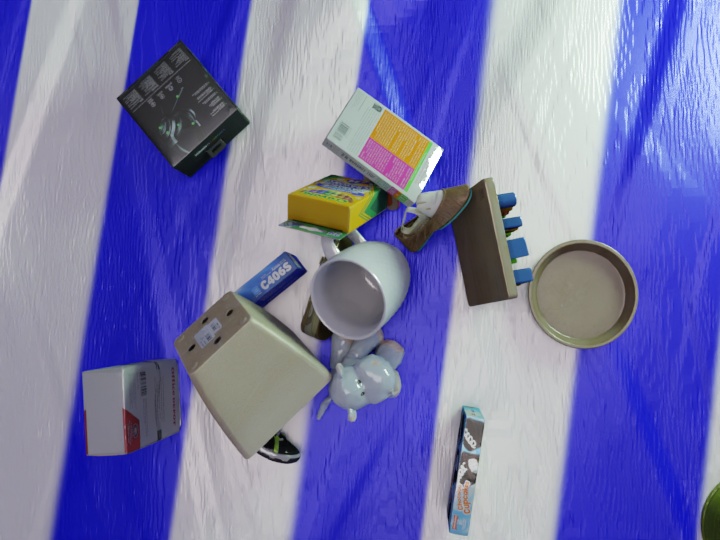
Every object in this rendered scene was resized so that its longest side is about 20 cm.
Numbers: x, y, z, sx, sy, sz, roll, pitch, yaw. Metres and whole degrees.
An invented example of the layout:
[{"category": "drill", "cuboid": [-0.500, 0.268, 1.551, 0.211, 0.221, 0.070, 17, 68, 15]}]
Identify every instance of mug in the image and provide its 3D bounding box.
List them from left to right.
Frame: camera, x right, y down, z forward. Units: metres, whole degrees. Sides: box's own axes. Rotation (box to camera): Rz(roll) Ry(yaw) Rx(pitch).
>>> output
[{"category": "mug", "cuboid": [0.000, 0.000, 1.098, 0.147, 0.175, 0.201, -34, 92, 32]}]

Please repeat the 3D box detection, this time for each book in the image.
[{"category": "book", "cuboid": [0.042, -0.227, 1.127, 0.199, 0.048, 0.134, 35, 62, -12]}]

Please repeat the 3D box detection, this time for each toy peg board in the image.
[{"category": "toy peg board", "cuboid": [0.249, -0.049, 1.086, 0.097, 0.199, 0.203, -10, 85, -10]}]

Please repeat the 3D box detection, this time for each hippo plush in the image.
[{"category": "hippo plush", "cuboid": [-0.013, 0.179, 1.103, 0.198, 0.161, 0.161, -16, 86, 1]}]

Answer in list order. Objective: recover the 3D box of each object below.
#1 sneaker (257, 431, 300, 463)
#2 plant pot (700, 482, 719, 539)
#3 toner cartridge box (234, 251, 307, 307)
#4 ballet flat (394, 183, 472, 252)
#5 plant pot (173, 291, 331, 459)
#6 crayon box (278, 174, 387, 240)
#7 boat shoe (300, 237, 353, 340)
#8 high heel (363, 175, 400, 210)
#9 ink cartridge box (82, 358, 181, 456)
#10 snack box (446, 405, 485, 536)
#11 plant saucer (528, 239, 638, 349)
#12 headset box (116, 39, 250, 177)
[{"category": "sneaker", "cuboid": [-0.192, 0.291, 1.167, 0.199, 0.072, 0.083, 31, 89, 7]}, {"category": "plant pot", "cuboid": [0.702, 0.454, 0.993, 0.198, 0.193, 0.203, 0, 87, 6]}, {"category": "toner cartridge box", "cuboid": [-0.199, 0.045, 1.172, 0.199, 0.095, 0.043, -39, 82, 2]}, {"category": "ballet flat", "cuboid": [0.120, -0.101, 1.103, 0.072, 0.200, 0.068, 25, 58, -14]}, {"category": "plant pot", "cuboid": [-0.204, 0.157, 1.057, 0.200, 0.199, 0.178, -42, 123, -9]}, {"category": "crayon box", "cuboid": [-0.045, -0.120, 1.100, 0.124, 0.200, 0.052, 14, 117, 21]}, {"category": "boat shoe", "cuboid": [-0.067, 0.030, 1.175, 0.063, 0.073, 0.203, 15, 93, 38]}, {"category": "high heel", "cuboid": [0.036, -0.218, 1.191, 0.067, 0.096, 0.201, -18, 107, 38]}, {"category": "ink cartridge box", "cuboid": [-0.419, 0.247, 1.132, 0.082, 0.200, 0.149, -5, 85, 9]}, {"category": "snack box", "cuboid": [0.188, 0.354, 1.097, 0.037, 0.116, 0.203, 9, 87, 7]}, {"category": "plant saucer", "cuboid": [0.412, 0.044, 1.136, 0.197, 0.029, 0.203, 0, 87, 6]}, {"category": "headset box", "cuboid": [-0.345, -0.313, 1.213, 0.174, 0.093, 0.200, -42, 83, 2]}]
